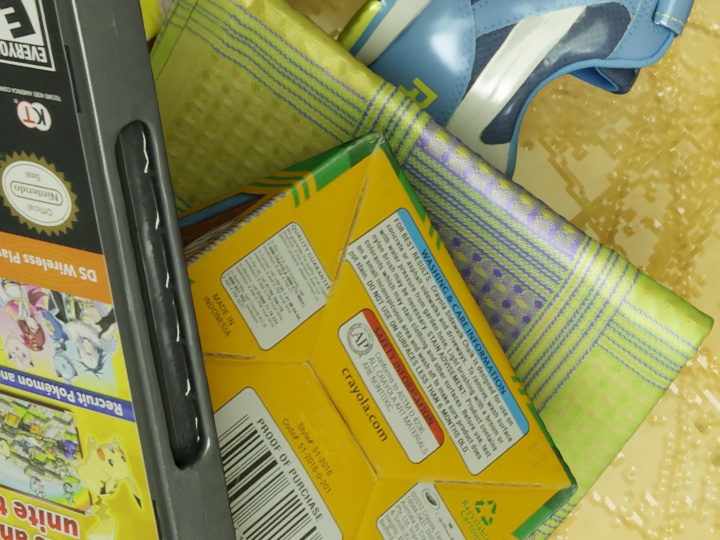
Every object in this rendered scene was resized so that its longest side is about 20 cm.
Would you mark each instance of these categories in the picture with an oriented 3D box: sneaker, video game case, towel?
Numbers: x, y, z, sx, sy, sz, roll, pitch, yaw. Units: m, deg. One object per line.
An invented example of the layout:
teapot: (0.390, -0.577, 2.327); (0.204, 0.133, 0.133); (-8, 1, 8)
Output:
sneaker: (0.086, -0.110, 0.831); (0.200, 0.074, 0.082); (-40, 91, -3)
video game case: (-0.120, -0.011, 0.633); (0.025, 0.199, 0.182); (-32, 123, -42)
towel: (0.000, 0.000, 0.785); (0.200, 0.144, 0.023); (36, 42, 4)

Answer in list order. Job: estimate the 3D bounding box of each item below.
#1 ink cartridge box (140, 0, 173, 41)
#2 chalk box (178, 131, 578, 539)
ink cartridge box: (-0.105, -0.123, 0.785); (0.200, 0.067, 0.117); (-36, 113, -13)
chalk box: (-0.059, 0.059, 0.744); (0.124, 0.200, 0.125); (-37, 101, -35)
